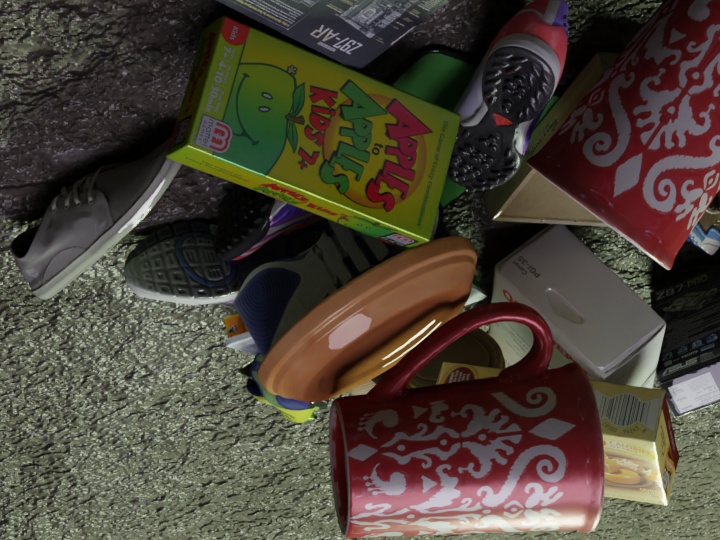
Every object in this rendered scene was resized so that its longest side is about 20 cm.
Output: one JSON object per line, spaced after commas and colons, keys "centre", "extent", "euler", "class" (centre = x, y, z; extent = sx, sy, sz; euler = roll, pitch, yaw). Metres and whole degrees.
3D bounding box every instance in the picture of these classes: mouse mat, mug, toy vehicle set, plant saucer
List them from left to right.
{"centre": [0.012, 0.045, 1.580], "extent": [0.199, 0.038, 0.200], "euler": [-31, 166, -9], "class": "plant saucer"}
{"centre": [0.054, -0.105, 1.633], "extent": [0.160, 0.008, 0.200], "euler": [15, 140, -37], "class": "mouse mat"}
{"centre": [0.078, 0.128, 1.602], "extent": [0.198, 0.179, 0.134], "euler": [-5, 164, -8], "class": "mug"}
{"centre": [0.201, -0.104, 1.658], "extent": [0.123, 0.027, 0.200], "euler": [2, 146, -28], "class": "toy vehicle set"}
{"centre": [0.230, -0.126, 1.511], "extent": [0.133, 0.178, 0.201], "euler": [34, 96, -17], "class": "mug"}

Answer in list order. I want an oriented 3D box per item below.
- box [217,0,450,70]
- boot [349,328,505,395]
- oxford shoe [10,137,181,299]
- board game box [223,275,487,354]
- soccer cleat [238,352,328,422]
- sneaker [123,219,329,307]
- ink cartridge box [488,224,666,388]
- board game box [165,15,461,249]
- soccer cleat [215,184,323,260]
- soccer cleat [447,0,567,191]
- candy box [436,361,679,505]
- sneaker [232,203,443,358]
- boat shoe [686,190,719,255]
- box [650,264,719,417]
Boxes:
{"centre": [-0.017, -0.227, 1.375], "extent": [0.199, 0.044, 0.160], "euler": [21, 136, -42], "class": "box"}
{"centre": [0.087, 0.115, 1.884], "extent": [0.199, 0.077, 0.155], "euler": [-12, 144, 38], "class": "boot"}
{"centre": [-0.209, -0.048, 1.584], "extent": [0.058, 0.075, 0.200], "euler": [45, 123, -13], "class": "oxford shoe"}
{"centre": [-0.002, 0.032, 1.754], "extent": [0.199, 0.026, 0.200], "euler": [-19, 169, 11], "class": "board game box"}
{"centre": [-0.068, 0.095, 1.795], "extent": [0.083, 0.065, 0.200], "euler": [15, 172, -2], "class": "soccer cleat"}
{"centre": [-0.102, 0.007, 1.700], "extent": [0.198, 0.075, 0.087], "euler": [-1, 152, -16], "class": "sneaker"}
{"centre": [0.191, 0.073, 1.816], "extent": [0.083, 0.147, 0.200], "euler": [-36, 155, -19], "class": "ink cartridge box"}
{"centre": [-0.032, -0.099, 1.470], "extent": [0.199, 0.102, 0.048], "euler": [21, 165, -21], "class": "board game box"}
{"centre": [-0.042, -0.062, 1.605], "extent": [0.073, 0.069, 0.200], "euler": [22, 134, -32], "class": "soccer cleat"}
{"centre": [0.111, -0.131, 1.536], "extent": [0.068, 0.073, 0.200], "euler": [27, 149, 0], "class": "soccer cleat"}
{"centre": [0.169, 0.141, 1.743], "extent": [0.198, 0.056, 0.116], "euler": [7, 147, 20], "class": "candy box"}
{"centre": [0.000, -0.001, 1.615], "extent": [0.199, 0.081, 0.115], "euler": [-41, 156, 32], "class": "sneaker"}
{"centre": [0.283, -0.067, 1.694], "extent": [0.073, 0.072, 0.200], "euler": [-51, 165, 8], "class": "boat shoe"}
{"centre": [0.363, 0.040, 1.829], "extent": [0.199, 0.162, 0.049], "euler": [-23, 118, 17], "class": "box"}
